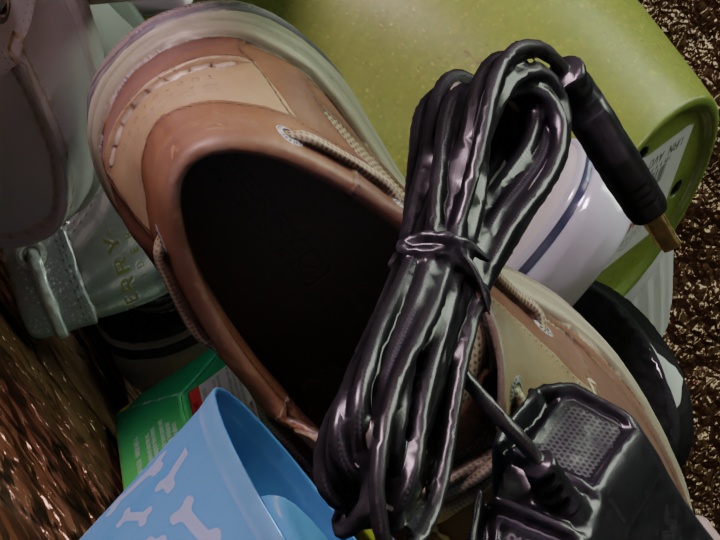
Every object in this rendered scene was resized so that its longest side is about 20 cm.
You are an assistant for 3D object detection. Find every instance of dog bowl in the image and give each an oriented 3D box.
[{"bbox_3d":[0.009,0.119,0.567,0.200,0.050,0.111,54,2,-9],"label":"dog bowl"}]

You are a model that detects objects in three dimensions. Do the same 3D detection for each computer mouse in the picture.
[{"bbox_3d":[0.048,0.048,0.609,0.200,0.046,0.141,50,44,-37],"label":"computer mouse"}]

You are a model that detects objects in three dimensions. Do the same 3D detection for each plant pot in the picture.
[{"bbox_3d":[0.017,-0.071,0.979,0.200,0.187,0.187,34,-6,22],"label":"plant pot"}]

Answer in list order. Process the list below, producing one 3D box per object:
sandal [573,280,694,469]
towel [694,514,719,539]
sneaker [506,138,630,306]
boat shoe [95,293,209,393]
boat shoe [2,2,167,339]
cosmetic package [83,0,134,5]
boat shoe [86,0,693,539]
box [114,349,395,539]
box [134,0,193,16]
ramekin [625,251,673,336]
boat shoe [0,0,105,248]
[{"bbox_3d":[0.043,0.038,0.932,0.200,0.048,0.076,1,-90,51],"label":"sandal"},{"bbox_3d":[0.123,0.202,0.841,0.201,0.032,0.191,95,-29,-42],"label":"towel"},{"bbox_3d":[0.000,0.000,0.881,0.071,0.200,0.073,39,49,-23],"label":"sneaker"},{"bbox_3d":[-0.073,-0.031,0.831,0.091,0.071,0.200,53,-4,-23],"label":"boat shoe"},{"bbox_3d":[-0.099,-0.063,0.767,0.202,0.065,0.075,56,-14,34],"label":"boat shoe"},{"bbox_3d":[-0.071,-0.125,0.650,0.200,0.085,0.108,0,-42,44],"label":"cosmetic package"},{"bbox_3d":[0.011,0.026,0.651,0.200,0.076,0.072,43,12,-24],"label":"boat shoe"},{"bbox_3d":[0.014,0.118,0.714,0.200,0.048,0.117,56,3,-17],"label":"box"},{"bbox_3d":[-0.071,-0.194,0.805,0.145,0.036,0.201,-64,144,-48],"label":"box"},{"bbox_3d":[0.034,-0.005,1.120,0.203,0.202,0.094,57,-8,44],"label":"ramekin"},{"bbox_3d":[-0.112,-0.065,0.604,0.069,0.071,0.200,-85,157,-43],"label":"boat shoe"}]
